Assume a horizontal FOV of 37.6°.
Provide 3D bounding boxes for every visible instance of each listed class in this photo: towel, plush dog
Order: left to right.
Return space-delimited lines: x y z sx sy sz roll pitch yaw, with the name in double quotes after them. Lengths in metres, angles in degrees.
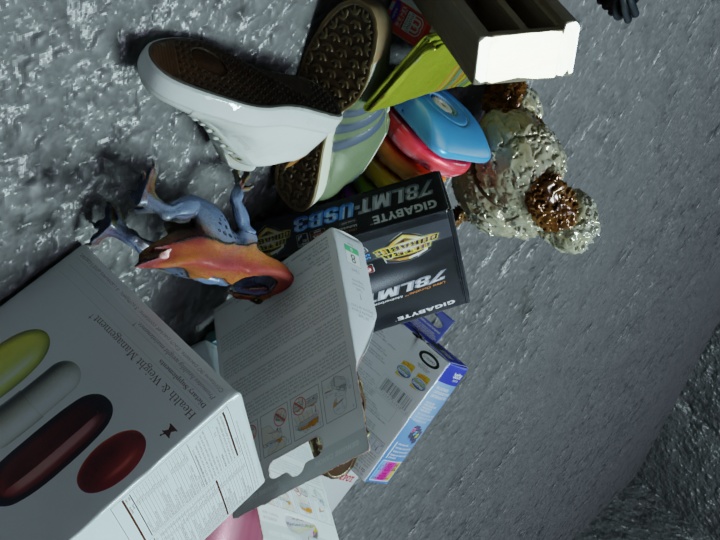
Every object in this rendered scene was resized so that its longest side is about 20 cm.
0.077 -0.177 0.913 0.086 0.018 0.199 -47 170 33 "towel"
0.150 -0.103 1.068 0.158 0.202 0.172 -23 166 -9 "plush dog"

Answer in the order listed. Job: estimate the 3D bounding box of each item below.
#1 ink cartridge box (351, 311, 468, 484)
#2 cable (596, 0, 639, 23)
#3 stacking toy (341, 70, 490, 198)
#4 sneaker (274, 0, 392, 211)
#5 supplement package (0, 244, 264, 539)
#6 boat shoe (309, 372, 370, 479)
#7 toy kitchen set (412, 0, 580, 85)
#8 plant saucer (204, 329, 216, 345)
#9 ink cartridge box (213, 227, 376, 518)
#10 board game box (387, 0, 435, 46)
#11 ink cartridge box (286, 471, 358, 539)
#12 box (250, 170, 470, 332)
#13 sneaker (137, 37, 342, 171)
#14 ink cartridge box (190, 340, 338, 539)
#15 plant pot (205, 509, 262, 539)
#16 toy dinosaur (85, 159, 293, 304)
0.029 0.125 1.225 0.201 0.136 0.076 -55 155 6 "ink cartridge box"
0.247 -0.322 1.019 0.050 0.166 0.201 -17 153 5 "cable"
0.021 -0.083 1.017 0.109 0.116 0.201 -2 136 -54 "stacking toy"
-0.008 -0.147 0.913 0.089 0.067 0.202 -25 147 -48 "sneaker"
-0.210 0.132 0.778 0.200 0.190 0.148 -41 151 -23 "supplement package"
-0.025 0.161 1.097 0.074 0.075 0.204 -26 138 -18 "boat shoe"
0.138 -0.275 0.778 0.160 0.182 0.203 -7 129 -13 "toy kitchen set"
-0.106 0.101 1.087 0.069 0.019 0.201 -24 150 -4 "plant saucer"
-0.051 0.089 0.895 0.160 0.203 0.050 -32 145 31 "ink cartridge box"
0.117 -0.274 0.977 0.199 0.046 0.153 -8 130 -55 "board game box"
-0.102 0.278 1.259 0.201 0.084 0.145 -53 154 1 "ink cartridge box"
0.000 0.000 1.018 0.197 0.050 0.199 -16 150 2 "box"
-0.098 -0.111 0.798 0.085 0.073 0.199 -46 150 24 "sneaker"
-0.095 0.179 0.998 0.047 0.202 0.160 -29 150 14 "ink cartridge box"
-0.175 0.264 1.026 0.200 0.198 0.182 27 84 -64 "plant pot"
-0.118 -0.003 0.825 0.180 0.201 0.105 32 115 -33 "toy dinosaur"
